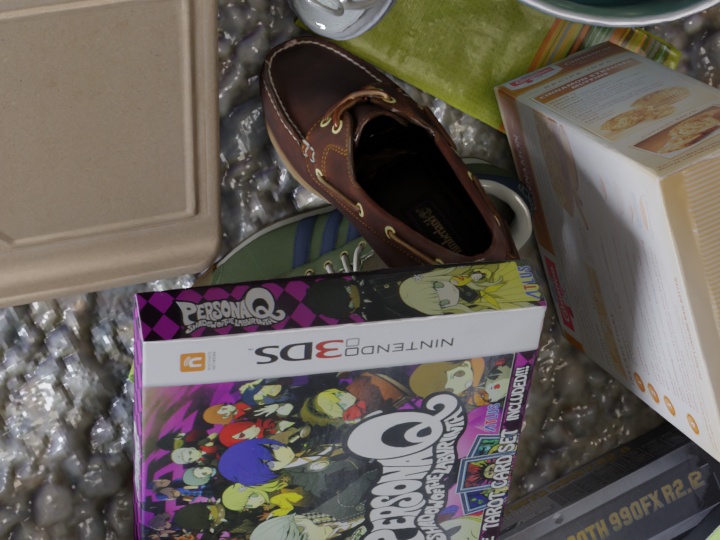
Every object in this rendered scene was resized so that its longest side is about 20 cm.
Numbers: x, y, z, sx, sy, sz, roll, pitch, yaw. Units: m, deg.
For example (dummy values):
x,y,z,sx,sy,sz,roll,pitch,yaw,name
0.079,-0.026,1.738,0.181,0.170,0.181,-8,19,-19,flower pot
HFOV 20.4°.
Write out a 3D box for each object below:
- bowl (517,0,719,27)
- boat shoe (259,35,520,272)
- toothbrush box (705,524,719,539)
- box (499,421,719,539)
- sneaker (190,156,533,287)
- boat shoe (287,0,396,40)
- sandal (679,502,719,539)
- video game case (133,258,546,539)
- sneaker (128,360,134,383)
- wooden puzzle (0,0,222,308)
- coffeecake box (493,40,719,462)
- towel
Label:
x,y,z,sx,sy,sz,roll,pitch,yaw,name
0.119,-0.207,1.005,0.200,0.105,0.202,0,83,-3,bowl
0.013,-0.054,0.969,0.070,0.200,0.070,-34,148,-13,boat shoe
0.193,0.176,0.961,0.086,0.145,0.200,47,109,21,toothbrush box
0.128,0.195,1.094,0.199,0.048,0.159,-27,101,-10,box
0.000,0.000,1.017,0.200,0.090,0.067,-27,104,-10,sneaker
-0.012,-0.153,0.929,0.074,0.202,0.086,28,61,1,boat shoe
0.133,0.182,1.041,0.200,0.076,0.043,-42,65,-6,sandal
-0.016,0.081,0.933,0.180,0.036,0.200,-4,136,-12,video game case
-0.038,0.081,1.027,0.200,0.083,0.072,39,59,-42,sneaker
-0.160,-0.072,0.965,0.184,0.037,0.201,-10,130,-14,wooden puzzle
0.151,-0.014,0.986,0.073,0.200,0.154,-22,112,-11,coffeecake box
0.070,-0.124,1.061,0.199,0.018,0.086,26,88,-16,towel
